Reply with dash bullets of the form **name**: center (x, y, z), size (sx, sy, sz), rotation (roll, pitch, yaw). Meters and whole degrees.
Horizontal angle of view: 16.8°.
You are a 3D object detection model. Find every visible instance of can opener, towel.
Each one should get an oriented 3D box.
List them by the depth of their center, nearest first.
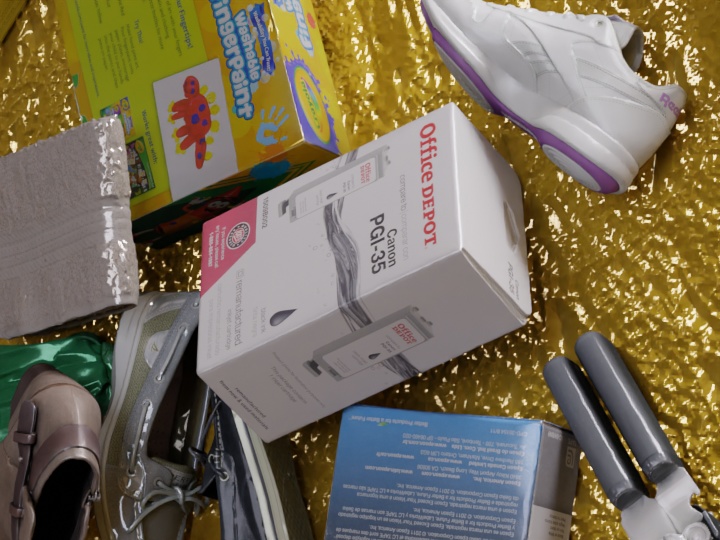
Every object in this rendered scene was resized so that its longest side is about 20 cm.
- **can opener**: center (0.173, 0.126, 1.476), size (0.053, 0.066, 0.200), rotation (-38, 55, 14)
- **towel**: center (-0.213, -0.025, 1.679), size (0.200, 0.034, 0.133), rotation (-17, 78, 55)

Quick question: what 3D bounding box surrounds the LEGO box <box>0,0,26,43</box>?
- **LEGO box**: center (-0.312, -0.226, 1.768), size (0.077, 0.149, 0.200), rotation (36, 96, 30)

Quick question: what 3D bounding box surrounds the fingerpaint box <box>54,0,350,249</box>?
- **fingerpaint box**: center (-0.111, -0.139, 1.681), size (0.167, 0.073, 0.200), rotation (-24, 69, 23)

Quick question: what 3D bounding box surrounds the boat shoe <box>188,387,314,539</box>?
- **boat shoe**: center (-0.079, 0.129, 1.601), size (0.062, 0.075, 0.201), rotation (-18, 75, 17)

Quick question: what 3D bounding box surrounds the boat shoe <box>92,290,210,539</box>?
- **boat shoe**: center (-0.131, 0.111, 1.635), size (0.065, 0.074, 0.203), rotation (-5, 69, 32)

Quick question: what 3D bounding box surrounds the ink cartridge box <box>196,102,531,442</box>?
- **ink cartridge box**: center (0.000, 0.000, 1.553), size (0.200, 0.083, 0.147), rotation (-26, 39, 22)

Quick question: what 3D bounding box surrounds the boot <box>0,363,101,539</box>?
- **boot**: center (-0.217, 0.161, 1.612), size (0.146, 0.070, 0.200), rotation (-120, 39, -59)

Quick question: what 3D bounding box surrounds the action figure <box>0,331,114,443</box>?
- **action figure**: center (-0.237, 0.093, 1.707), size (0.200, 0.055, 0.118), rotation (-20, 68, 16)

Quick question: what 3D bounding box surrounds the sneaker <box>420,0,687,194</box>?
- **sneaker**: center (0.123, -0.134, 1.564), size (0.100, 0.075, 0.200), rotation (-46, 65, -4)

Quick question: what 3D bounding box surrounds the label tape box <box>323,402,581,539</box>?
- **label tape box**: center (0.049, 0.190, 1.520), size (0.144, 0.063, 0.201), rotation (4, 80, 31)
